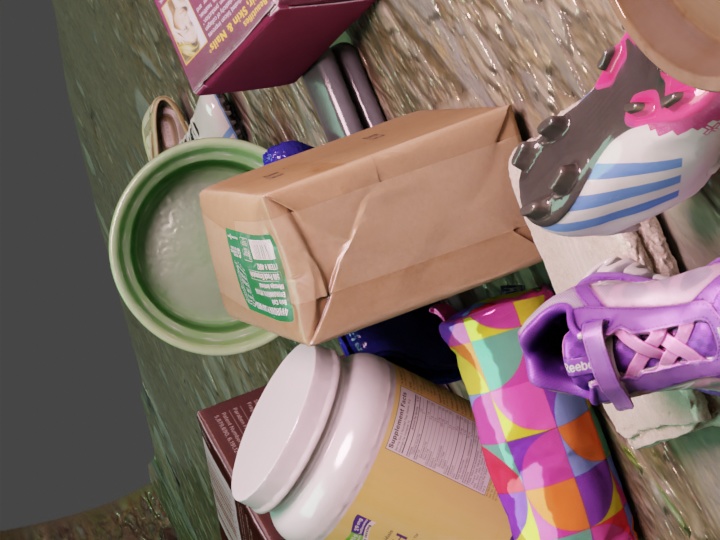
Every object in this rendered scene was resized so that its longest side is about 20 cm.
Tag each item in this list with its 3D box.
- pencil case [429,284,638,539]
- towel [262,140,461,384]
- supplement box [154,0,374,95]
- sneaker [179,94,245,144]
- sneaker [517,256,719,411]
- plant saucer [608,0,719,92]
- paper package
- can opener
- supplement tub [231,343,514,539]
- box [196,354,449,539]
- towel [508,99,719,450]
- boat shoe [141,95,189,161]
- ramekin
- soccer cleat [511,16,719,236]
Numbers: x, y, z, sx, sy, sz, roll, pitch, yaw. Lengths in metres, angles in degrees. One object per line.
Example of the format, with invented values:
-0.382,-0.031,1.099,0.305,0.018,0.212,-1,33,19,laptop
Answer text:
0.116,0.106,1.317,0.088,0.088,0.201,165,85,-76,pencil case
0.000,0.000,1.534,0.148,0.049,0.200,17,-137,-57,towel
-0.092,-0.251,1.486,0.131,0.103,0.201,-38,70,47,supplement box
-0.160,-0.124,2.063,0.200,0.072,0.072,103,146,-63,sneaker
0.153,0.037,1.020,0.200,0.088,0.081,-4,101,58,sneaker
0.150,-0.176,0.844,0.200,0.029,0.201,168,90,-69,plant saucer
0.005,-0.033,1.323,0.200,0.190,0.104,-168,58,-72,paper package
0.016,-0.087,1.525,0.066,0.053,0.201,-36,73,40,can opener
0.025,0.146,1.411,0.146,0.199,0.146,-56,17,27,supplement tub
-0.009,0.188,1.662,0.164,0.199,0.166,-125,20,-44,box
0.149,0.005,1.157,0.201,0.034,0.133,68,164,5,towel
-0.199,-0.097,2.252,0.063,0.073,0.201,130,126,-79,boat shoe
-0.136,-0.023,1.871,0.098,0.199,0.201,-169,60,-83,ramekin
0.154,-0.078,0.979,0.200,0.086,0.070,-43,47,51,soccer cleat
